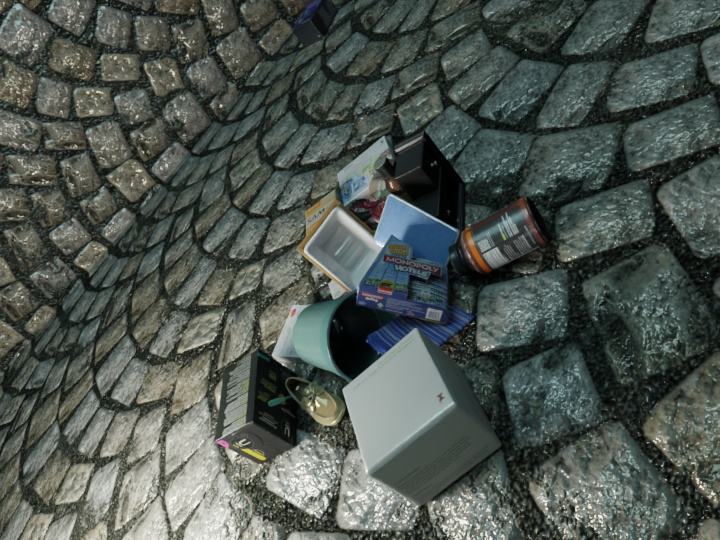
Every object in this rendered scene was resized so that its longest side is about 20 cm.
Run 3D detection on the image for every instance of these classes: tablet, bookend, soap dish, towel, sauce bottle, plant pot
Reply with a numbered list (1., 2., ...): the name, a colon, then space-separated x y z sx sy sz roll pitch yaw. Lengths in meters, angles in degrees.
1. tablet: 0.126 -0.078 1.325 0.198 0.014 0.132 32 119 24
2. bookend: 0.161 -0.183 1.357 0.091 0.200 0.202 -20 44 33
3. soap dish: -0.040 -0.056 1.433 0.158 0.199 0.081 -51 18 0
4. towel: 0.122 0.123 1.204 0.198 0.024 0.144 -34 35 -20
5. sauce bottle: 0.106 -0.208 1.437 0.065 0.200 0.067 -27 39 24
6. plant pot: -0.047 0.149 1.304 0.194 0.199 0.203 -8 51 53

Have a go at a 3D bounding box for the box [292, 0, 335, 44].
1. box: -0.219 -1.214 2.778 0.146 0.104 0.203 -4 55 44

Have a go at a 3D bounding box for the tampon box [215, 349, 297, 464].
1. tampon box: -0.245 0.327 1.374 0.125 0.150 0.203 -30 40 23

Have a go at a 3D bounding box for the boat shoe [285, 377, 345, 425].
1. boat shoe: -0.110 0.298 1.328 0.198 0.065 0.073 18 71 52

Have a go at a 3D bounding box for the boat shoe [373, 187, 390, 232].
1. boat shoe: 0.054 -0.132 1.536 0.074 0.065 0.202 42 115 34

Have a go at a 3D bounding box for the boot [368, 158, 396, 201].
1. boot: 0.115 -0.233 1.572 0.196 0.070 0.150 5 73 33

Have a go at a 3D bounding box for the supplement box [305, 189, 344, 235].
1. supplement box: -0.095 -0.127 1.689 0.125 0.073 0.202 -33 38 20

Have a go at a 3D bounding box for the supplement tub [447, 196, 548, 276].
1. supplement tub: 0.283 -0.063 1.197 0.198 0.107 0.109 -29 40 26

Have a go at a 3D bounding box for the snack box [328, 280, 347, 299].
1. snack box: 0.000 0.000 1.513 0.199 0.024 0.072 -40 37 13

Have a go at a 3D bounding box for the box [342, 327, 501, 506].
1. box: 0.105 0.264 1.037 0.198 0.171 0.201 -40 37 12

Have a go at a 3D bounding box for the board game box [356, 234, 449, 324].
1. board game box: 0.102 0.010 1.247 0.195 0.063 0.202 11 39 1

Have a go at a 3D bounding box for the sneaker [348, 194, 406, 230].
1. sneaker: 0.058 -0.140 1.438 0.197 0.074 0.082 9 68 45

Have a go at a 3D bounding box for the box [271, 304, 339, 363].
1. box: -0.132 0.163 1.496 0.197 0.041 0.159 -6 54 43

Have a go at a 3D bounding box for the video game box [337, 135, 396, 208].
1. video game box: 0.024 -0.292 1.734 0.198 0.047 0.184 -35 36 19
